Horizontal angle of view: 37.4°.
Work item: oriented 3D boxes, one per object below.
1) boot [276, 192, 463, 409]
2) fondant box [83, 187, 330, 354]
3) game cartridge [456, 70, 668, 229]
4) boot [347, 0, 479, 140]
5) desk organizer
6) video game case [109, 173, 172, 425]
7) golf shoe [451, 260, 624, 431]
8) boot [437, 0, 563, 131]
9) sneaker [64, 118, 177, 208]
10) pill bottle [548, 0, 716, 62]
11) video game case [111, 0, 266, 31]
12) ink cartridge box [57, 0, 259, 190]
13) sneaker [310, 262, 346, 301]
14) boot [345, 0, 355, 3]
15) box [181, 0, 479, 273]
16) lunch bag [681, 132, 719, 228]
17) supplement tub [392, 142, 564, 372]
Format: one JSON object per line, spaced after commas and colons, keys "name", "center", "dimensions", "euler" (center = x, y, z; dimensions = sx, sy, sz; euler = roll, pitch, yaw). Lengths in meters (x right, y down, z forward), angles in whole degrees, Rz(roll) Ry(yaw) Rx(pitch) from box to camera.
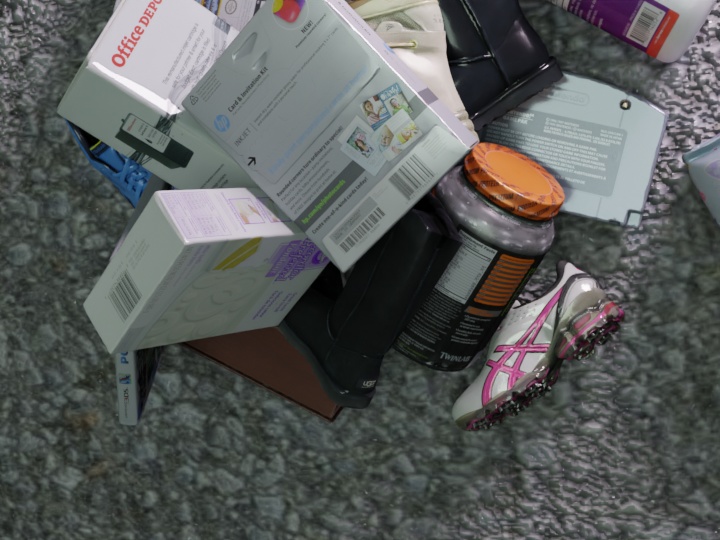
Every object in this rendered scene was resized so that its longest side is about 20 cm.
{"name": "boot", "center": [0.001, 0.001, 0.983], "dimensions": [0.165, 0.066, 0.200], "euler": [50, 128, 38]}
{"name": "fondant box", "center": [-0.120, -0.004, 0.929], "dimensions": [0.144, 0.200, 0.058], "euler": [-50, 64, 33]}
{"name": "game cartridge", "center": [0.188, -0.127, 1.033], "dimensions": [0.200, 0.040, 0.133], "euler": [15, 105, 13]}
{"name": "boot", "center": [-0.010, -0.146, 0.923], "dimensions": [0.200, 0.072, 0.155], "euler": [-17, 94, 12]}
{"name": "desk organizer", "center": [-0.093, 0.069, 1.107], "dimensions": [0.200, 0.072, 0.077], "euler": [26, 122, 10]}
{"name": "video game case", "center": [-0.212, 0.021, 1.054], "dimensions": [0.022, 0.200, 0.182], "euler": [4, 119, -1]}
{"name": "golf shoe", "center": [0.162, 0.079, 1.057], "dimensions": [0.200, 0.073, 0.092], "euler": [-43, 65, 12]}
{"name": "boot", "center": [0.065, -0.202, 0.974], "dimensions": [0.200, 0.076, 0.168], "euler": [-32, 100, 2]}
{"name": "sneaker", "center": [-0.244, -0.104, 1.133], "dimensions": [0.066, 0.078, 0.200], "euler": [-41, 88, 15]}
{"name": "pill bottle", "center": [0.226, -0.279, 0.961], "dimensions": [0.200, 0.112, 0.112], "euler": [31, 104, 9]}
{"name": "video game case", "center": [-0.146, -0.302, 1.064], "dimensions": [0.182, 0.023, 0.200], "euler": [8, 78, 10]}
{"name": "ink cartridge box", "center": [-0.153, -0.158, 0.976], "dimensions": [0.200, 0.147, 0.083], "euler": [33, 139, -18]}
{"name": "sneaker", "center": [-0.086, -0.028, 1.081], "dimensions": [0.073, 0.112, 0.200], "euler": [-26, 90, 18]}
{"name": "boot", "center": [0.043, -0.232, 1.041], "dimensions": [0.204, 0.073, 0.154], "euler": [-43, 89, 19]}
{"name": "box", "center": [-0.028, -0.122, 0.876], "dimensions": [0.200, 0.041, 0.156], "euler": [45, 113, 0]}
{"name": "lunch bag", "center": [0.415, -0.082, 0.933], "dimensions": [0.200, 0.127, 0.170], "euler": [-32, 86, 27]}
{"name": "supplement tub", "center": [0.101, -0.013, 1.007], "dimensions": [0.123, 0.123, 0.200], "euler": [34, 118, 8]}
